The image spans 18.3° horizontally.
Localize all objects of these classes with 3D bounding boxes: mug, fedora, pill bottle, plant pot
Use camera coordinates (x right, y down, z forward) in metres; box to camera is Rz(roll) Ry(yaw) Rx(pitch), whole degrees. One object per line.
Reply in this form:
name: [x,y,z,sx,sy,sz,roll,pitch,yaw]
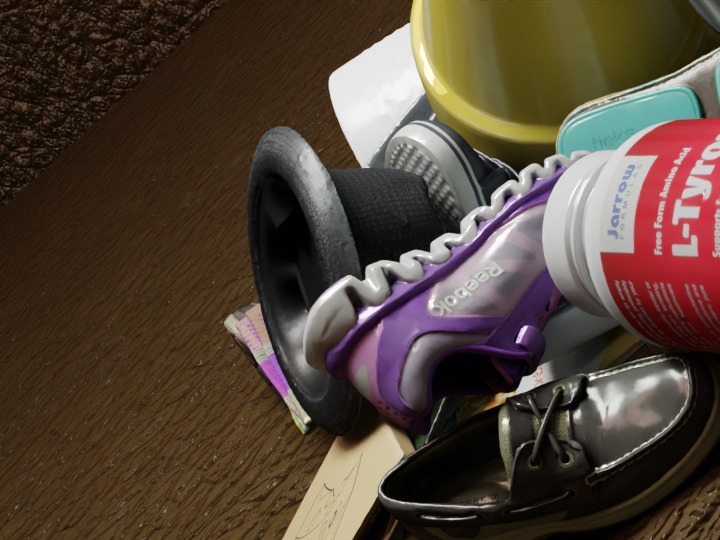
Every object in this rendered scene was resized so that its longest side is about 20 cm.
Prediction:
mug: [0.095,-0.105,1.593,0.175,0.148,0.201,-31,48,15]
fedora: [0.000,0.000,1.322,0.091,0.202,0.200,-13,6,-15]
pill bottle: [0.179,-0.016,1.053,0.112,0.112,0.200,-52,26,-21]
plant pot: [0.119,-0.181,1.388,0.201,0.200,0.189,-49,-28,-11]

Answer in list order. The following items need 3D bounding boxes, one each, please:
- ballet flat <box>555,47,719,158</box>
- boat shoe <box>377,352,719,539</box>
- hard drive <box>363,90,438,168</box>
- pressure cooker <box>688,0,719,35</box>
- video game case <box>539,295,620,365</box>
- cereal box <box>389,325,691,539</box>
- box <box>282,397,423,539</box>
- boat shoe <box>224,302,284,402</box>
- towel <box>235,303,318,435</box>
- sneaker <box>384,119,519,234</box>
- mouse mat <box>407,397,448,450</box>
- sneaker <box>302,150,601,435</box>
ballet flat: [0.201,-0.086,1.213,0.199,0.071,0.071,-16,29,33]
boat shoe: [0.092,0.092,1.119,0.200,0.066,0.072,-30,47,36]
hard drive: [0.113,-0.095,1.505,0.200,0.135,0.042,-46,-12,-3]
pressure cooker: [0.248,-0.218,1.281,0.176,0.200,0.179,-50,53,2]
video game case: [0.167,-0.031,1.243,0.199,0.023,0.182,-28,18,10]
cereal box: [0.098,0.075,1.254,0.200,0.040,0.144,-42,14,18]
box: [-0.018,0.158,1.288,0.164,0.021,0.200,-63,7,5]
boat shoe: [-0.042,0.057,1.681,0.073,0.075,0.200,-39,22,-9]
towel: [-0.005,0.037,1.556,0.143,0.023,0.200,-31,26,-4]
sneaker: [0.072,-0.040,1.391,0.079,0.078,0.200,-44,-32,-17]
mouse mat: [0.030,0.084,1.315,0.161,0.007,0.201,139,154,-72]
sneaker: [0.072,0.016,1.146,0.199,0.089,0.081,-32,-28,-16]
